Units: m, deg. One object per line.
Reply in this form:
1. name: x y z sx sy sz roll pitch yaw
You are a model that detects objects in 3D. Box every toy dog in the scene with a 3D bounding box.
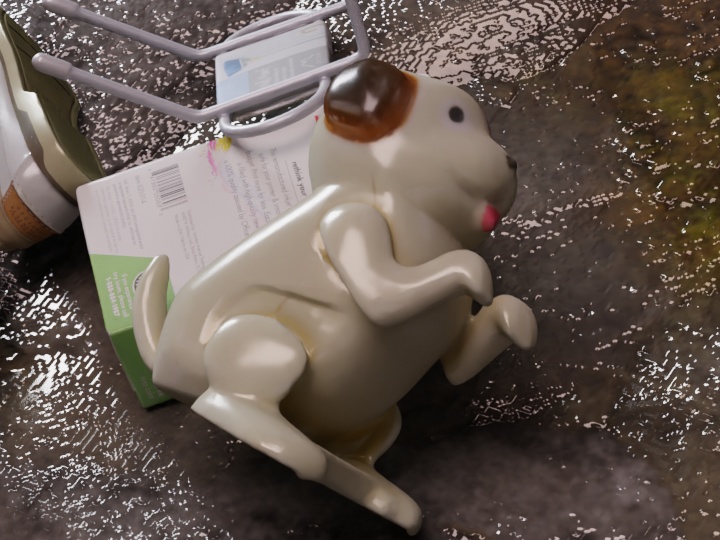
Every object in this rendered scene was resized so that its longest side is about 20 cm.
1. toy dog: 0.000 0.000 1.443 0.194 0.139 0.200 28 86 43

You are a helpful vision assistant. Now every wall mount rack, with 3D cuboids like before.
1. wall mount rack: -0.084 -0.127 1.625 0.173 0.075 0.200 -18 20 4

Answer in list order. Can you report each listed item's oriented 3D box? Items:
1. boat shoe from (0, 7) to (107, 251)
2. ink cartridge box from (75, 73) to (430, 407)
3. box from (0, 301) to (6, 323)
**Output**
1. boat shoe: -0.198 -0.082 1.665 0.068 0.075 0.200 -40 31 9
2. ink cartridge box: -0.039 -0.018 1.560 0.200 0.067 0.117 -19 46 1
3. box: -0.296 -0.052 1.575 0.124 0.149 0.200 -26 63 10
